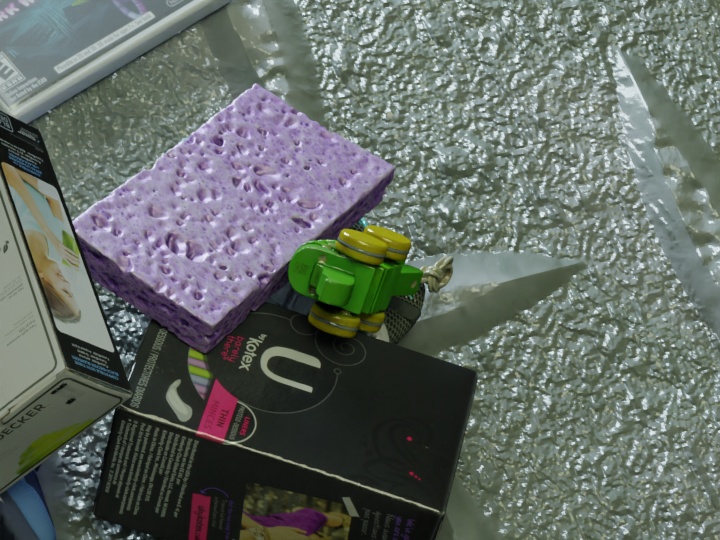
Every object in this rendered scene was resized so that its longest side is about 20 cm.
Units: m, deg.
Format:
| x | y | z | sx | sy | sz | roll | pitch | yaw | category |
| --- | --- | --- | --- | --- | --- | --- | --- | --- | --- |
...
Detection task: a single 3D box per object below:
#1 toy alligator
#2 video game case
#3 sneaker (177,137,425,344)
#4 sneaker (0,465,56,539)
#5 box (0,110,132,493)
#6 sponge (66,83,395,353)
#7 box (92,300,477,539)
| x | y | z | sx | sy | sz | roll | pitch | yaw | category |
| --- | --- | --- | --- | --- | --- | --- | --- | --- | --- |
| 0.000 | 0.000 | 1.434 | 0.054 | 0.200 | 0.059 | 24 | 102 | 18 | toy alligator |
| -0.213 | -0.210 | 1.611 | 0.200 | 0.023 | 0.182 | -35 | 72 | -25 | video game case |
| -0.040 | -0.016 | 1.520 | 0.200 | 0.078 | 0.091 | 46 | 47 | 11 | sneaker |
| -0.218 | 0.084 | 1.419 | 0.082 | 0.074 | 0.200 | -18 | 67 | -22 | sneaker |
| -0.217 | 0.016 | 1.354 | 0.117 | 0.060 | 0.200 | -37 | 55 | 19 | box |
| -0.078 | -0.036 | 1.439 | 0.111 | 0.030 | 0.200 | 33 | 45 | 15 | sponge |
| -0.044 | 0.103 | 1.408 | 0.200 | 0.106 | 0.122 | 18 | 44 | -1 | box |
